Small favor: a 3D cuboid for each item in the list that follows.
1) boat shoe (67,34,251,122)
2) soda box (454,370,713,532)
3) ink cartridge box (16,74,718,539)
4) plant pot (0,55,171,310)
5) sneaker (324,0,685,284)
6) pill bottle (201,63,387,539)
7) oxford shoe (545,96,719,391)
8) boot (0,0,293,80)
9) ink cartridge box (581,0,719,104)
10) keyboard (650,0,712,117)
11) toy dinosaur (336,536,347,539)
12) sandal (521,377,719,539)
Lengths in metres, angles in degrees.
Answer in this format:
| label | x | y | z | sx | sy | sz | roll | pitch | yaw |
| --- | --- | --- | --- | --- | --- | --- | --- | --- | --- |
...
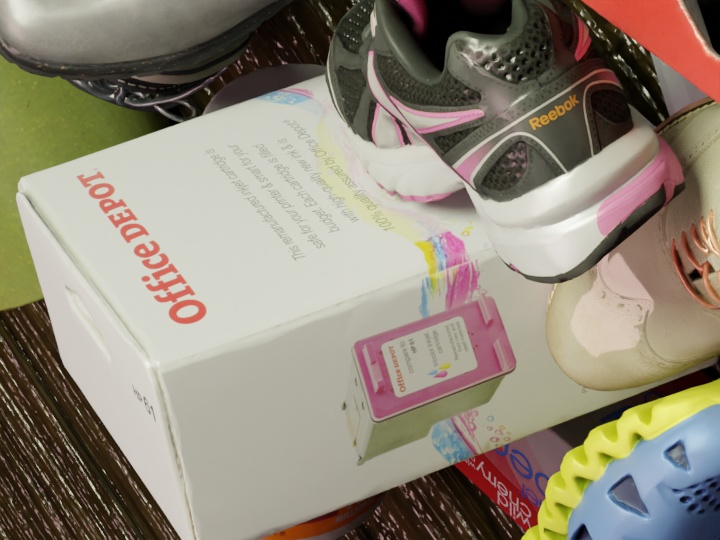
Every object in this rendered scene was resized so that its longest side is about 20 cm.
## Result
| label | x | y | z | sx | sy | sz | roll | pitch | yaw |
| --- | --- | --- | --- | --- | --- | --- | --- | --- | --- |
| boat shoe | -0.086 | -0.092 | 1.178 | 0.200 | 0.075 | 0.062 | -103 | 36 | -76 |
| soda box | 0.097 | 0.070 | 1.086 | 0.200 | 0.070 | 0.063 | 43 | 146 | 34 |
| ink cartridge box | 0.000 | 0.000 | 1.023 | 0.145 | 0.200 | 0.085 | -131 | 28 | -53 |
| plant pot | -0.171 | -0.090 | 1.314 | 0.200 | 0.200 | 0.190 | 11 | 136 | 57 |
| sneaker | 0.035 | -0.071 | 0.929 | 0.086 | 0.080 | 0.200 | 60 | 168 | -23 |
| pill bottle | -0.030 | 0.016 | 1.212 | 0.113 | 0.113 | 0.200 | 47 | 149 | 28 |
| oxford shoe | 0.113 | -0.017 | 0.891 | 0.071 | 0.074 | 0.200 | 47 | 130 | 2 |
| boot | -0.035 | -0.133 | 0.986 | 0.132 | 0.200 | 0.070 | 87 | 164 | -69 |
| ink cartridge box | 0.122 | -0.126 | 0.811 | 0.200 | 0.045 | 0.176 | 41 | 114 | 36 |
| keyboard | 0.129 | 0.000 | 0.968 | 0.056 | 0.011 | 0.200 | 121 | 133 | -74 |
| toy dinosaur | -0.019 | 0.168 | 1.396 | 0.200 | 0.077 | 0.102 | 28 | 149 | 41 |
| sandal | 0.092 | 0.110 | 0.985 | 0.087 | 0.079 | 0.200 | 55 | 139 | 25 |
